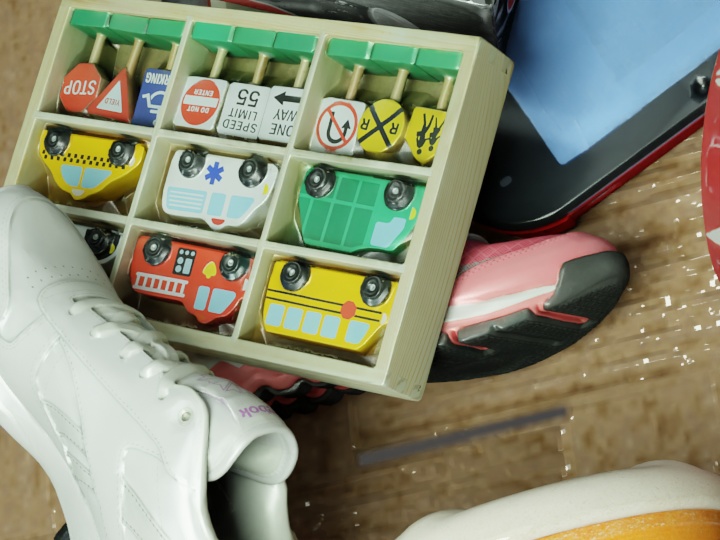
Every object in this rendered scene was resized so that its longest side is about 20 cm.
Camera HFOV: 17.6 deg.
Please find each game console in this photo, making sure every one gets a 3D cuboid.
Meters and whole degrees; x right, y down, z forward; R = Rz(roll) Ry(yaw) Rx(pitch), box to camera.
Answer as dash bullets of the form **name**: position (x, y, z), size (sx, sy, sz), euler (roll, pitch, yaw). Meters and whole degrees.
- **game console**: position (0.088, -0.127, 0.885), size (0.199, 0.031, 0.178), euler (-36, 71, 8)

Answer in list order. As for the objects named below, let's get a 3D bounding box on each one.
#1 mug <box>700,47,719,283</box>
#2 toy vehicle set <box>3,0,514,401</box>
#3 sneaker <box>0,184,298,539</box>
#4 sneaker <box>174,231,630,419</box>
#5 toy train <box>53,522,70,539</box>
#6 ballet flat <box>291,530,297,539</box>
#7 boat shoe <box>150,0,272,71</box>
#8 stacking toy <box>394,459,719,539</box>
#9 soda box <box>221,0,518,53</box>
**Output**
- **mug**: position (0.216, -0.013, 0.748), size (0.198, 0.133, 0.179), euler (6, 73, 29)
- **toy vehicle set**: position (-0.047, -0.032, 0.851), size (0.199, 0.026, 0.125), euler (10, 81, 36)
- **sneaker**: position (-0.070, 0.049, 0.790), size (0.099, 0.075, 0.201), euler (-37, 68, 27)
- **sneaker**: position (0.000, 0.000, 0.859), size (0.198, 0.074, 0.088), euler (-13, 77, 22)
- **toy train**: position (-0.068, 0.171, 0.844), size (0.046, 0.034, 0.201), euler (-35, 60, 14)
- **ballet flat**: position (-0.031, 0.137, 0.810), size (0.071, 0.072, 0.201), euler (-33, 60, 10)
- **boat shoe**: position (-0.059, -0.137, 0.947), size (0.062, 0.071, 0.202), euler (-23, 66, 43)
- **stacking toy**: position (0.078, 0.174, 0.740), size (0.145, 0.146, 0.202), euler (-21, 70, 16)
- **soda box**: position (-0.036, -0.136, 0.862), size (0.198, 0.071, 0.064), euler (14, 79, 9)
